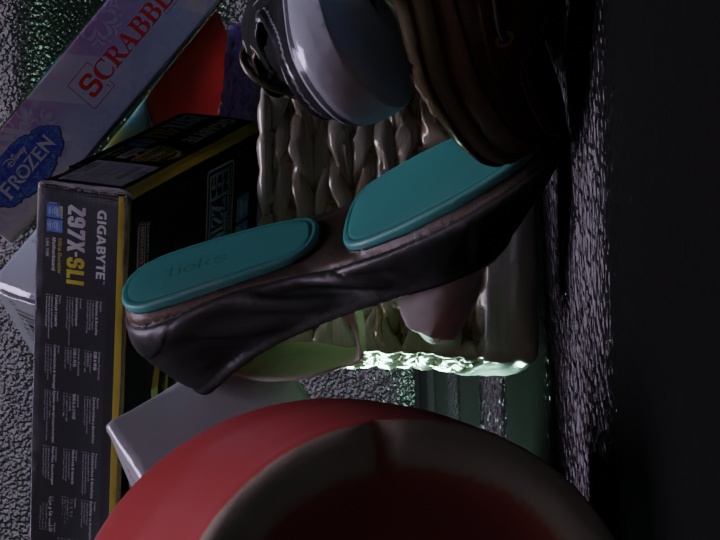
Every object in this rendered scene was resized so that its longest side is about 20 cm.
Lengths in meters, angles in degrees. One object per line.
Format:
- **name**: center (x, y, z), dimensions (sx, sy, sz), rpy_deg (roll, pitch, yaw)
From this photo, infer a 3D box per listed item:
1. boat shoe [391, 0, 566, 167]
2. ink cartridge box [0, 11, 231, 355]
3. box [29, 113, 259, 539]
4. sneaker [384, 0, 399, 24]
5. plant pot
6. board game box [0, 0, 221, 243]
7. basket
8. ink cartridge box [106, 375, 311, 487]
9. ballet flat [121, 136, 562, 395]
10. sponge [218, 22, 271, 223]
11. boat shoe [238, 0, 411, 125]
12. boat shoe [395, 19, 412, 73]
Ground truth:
- **boat shoe**: center (0.043, -0.102, 0.721), dimensions (0.200, 0.067, 0.072), rpy_deg (58, -159, -54)
- **ink cartridge box**: center (-0.090, -0.008, 1.123), dimensions (0.200, 0.057, 0.163), rpy_deg (-50, -38, -24)
- **box**: center (-0.099, 0.039, 1.009), dimensions (0.160, 0.049, 0.201), rpy_deg (-41, -42, -68)
- **sneaker**: center (-0.018, -0.154, 0.800), dimensions (0.076, 0.105, 0.201), rpy_deg (-97, -11, -65)
- **plant pot**: center (0.002, 0.129, 0.691), dimensions (0.177, 0.200, 0.201), rpy_deg (129, 139, -75)
- **board game box**: center (-0.102, -0.121, 1.047), dimensions (0.200, 0.041, 0.200), rpy_deg (-48, 8, 14)
- **basket**: center (0.015, -0.017, 1.022), dimensions (0.200, 0.123, 0.136), rpy_deg (81, -173, -85)
- **ink cartridge box**: center (-0.017, 0.149, 0.915), dimensions (0.200, 0.084, 0.145), rpy_deg (54, 166, 33)
- **ballet flat**: center (0.000, 0.000, 0.863), dimensions (0.069, 0.199, 0.068), rpy_deg (58, -154, -26)
- **sponge**: center (-0.004, -0.057, 1.183), dimensions (0.200, 0.030, 0.112), rpy_deg (17, -107, -47)
- **boat shoe**: center (-0.020, -0.096, 0.891), dimensions (0.069, 0.057, 0.200), rpy_deg (55, -168, -17)
- **boat shoe**: center (0.042, -0.137, 1.017), dimensions (0.200, 0.075, 0.069), rpy_deg (116, 132, -86)
